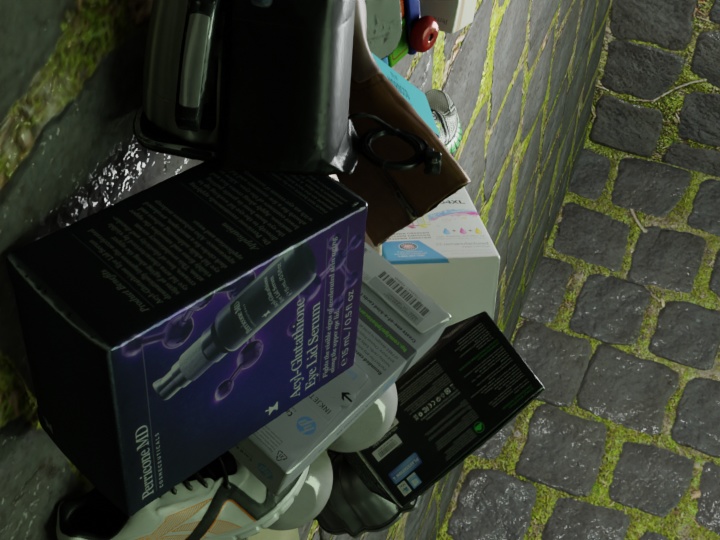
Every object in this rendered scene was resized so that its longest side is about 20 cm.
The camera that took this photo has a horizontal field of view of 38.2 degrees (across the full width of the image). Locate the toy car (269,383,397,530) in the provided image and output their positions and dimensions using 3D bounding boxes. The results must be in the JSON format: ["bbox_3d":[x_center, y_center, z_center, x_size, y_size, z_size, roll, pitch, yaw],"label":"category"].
[{"bbox_3d":[-0.077,0.102,0.875,0.150,0.175,0.200,38,94,-30],"label":"toy car"}]

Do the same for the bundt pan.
[{"bbox_3d":[-0.003,0.193,1.178,0.076,0.201,0.203,51,52,-37],"label":"bundt pan"}]

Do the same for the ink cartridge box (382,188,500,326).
[{"bbox_3d":[0.070,-0.009,1.189,0.200,0.127,0.126,-106,-164,-58],"label":"ink cartridge box"}]

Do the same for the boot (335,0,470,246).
[{"bbox_3d":[0.008,-0.136,0.716,0.068,0.201,0.188,-24,168,-45],"label":"boot"}]

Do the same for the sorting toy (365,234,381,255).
[{"bbox_3d":[0.000,0.000,1.025,0.200,0.036,0.187,-89,-179,-69],"label":"sorting toy"}]

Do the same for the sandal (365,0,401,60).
[{"bbox_3d":[0.007,-0.265,0.842,0.075,0.045,0.201,-22,121,-20],"label":"sandal"}]

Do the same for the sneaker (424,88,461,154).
[{"bbox_3d":[0.070,-0.166,1.229,0.200,0.077,0.086,-61,153,-50],"label":"sneaker"}]

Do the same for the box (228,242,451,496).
[{"bbox_3d":[-0.049,0.049,0.791,0.200,0.156,0.041,-40,163,-38],"label":"box"}]

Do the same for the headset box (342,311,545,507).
[{"bbox_3d":[0.062,0.135,1.016,0.174,0.093,0.200,-37,178,-11],"label":"headset box"}]

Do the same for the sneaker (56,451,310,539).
[{"bbox_3d":[-0.126,0.163,0.754,0.199,0.074,0.080,-29,138,-12],"label":"sneaker"}]

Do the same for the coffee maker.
[{"bbox_3d":[-0.039,-0.172,0.630,0.135,0.191,0.201,-122,-144,-53],"label":"coffee maker"}]

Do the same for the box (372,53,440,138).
[{"bbox_3d":[-0.004,-0.141,0.908,0.200,0.082,0.049,15,52,-65],"label":"box"}]

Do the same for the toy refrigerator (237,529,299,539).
[{"bbox_3d":[-0.115,0.246,1.042,0.076,0.070,0.201,-54,157,-32],"label":"toy refrigerator"}]

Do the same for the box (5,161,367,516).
[{"bbox_3d":[-0.102,0.029,0.656,0.199,0.104,0.149,-33,143,-34],"label":"box"}]

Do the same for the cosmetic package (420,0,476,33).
[{"bbox_3d":[0.070,-0.340,0.992,0.071,0.104,0.201,-44,146,-58],"label":"cosmetic package"}]

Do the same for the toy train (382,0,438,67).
[{"bbox_3d":[0.000,-0.252,0.909,0.116,0.084,0.201,-46,150,-24],"label":"toy train"}]

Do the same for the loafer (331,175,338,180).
[{"bbox_3d":[-0.051,-0.089,0.904,0.200,0.071,0.063,-15,114,-69],"label":"loafer"}]
